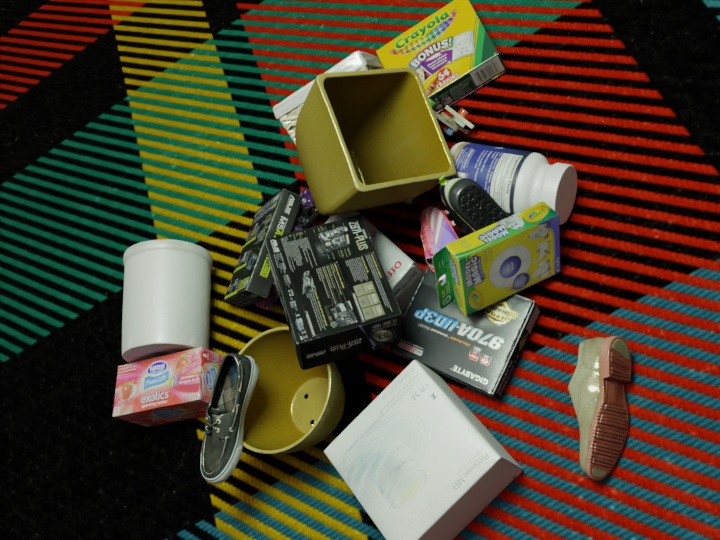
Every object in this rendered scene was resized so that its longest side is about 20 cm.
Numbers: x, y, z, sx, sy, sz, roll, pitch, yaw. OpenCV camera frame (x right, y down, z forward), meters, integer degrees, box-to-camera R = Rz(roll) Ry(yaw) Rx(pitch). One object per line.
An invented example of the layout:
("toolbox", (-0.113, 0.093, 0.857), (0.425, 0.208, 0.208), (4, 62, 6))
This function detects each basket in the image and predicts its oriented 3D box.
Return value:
("basket", (-0.037, -0.297, 1.394), (0.199, 0.136, 0.124), (-29, 90, 19))

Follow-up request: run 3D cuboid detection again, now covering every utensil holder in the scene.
("utensil holder", (-0.367, 0.068, 1.419), (0.169, 0.170, 0.201), (-14, 65, 23))

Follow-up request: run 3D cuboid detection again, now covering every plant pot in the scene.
("plant pot", (0.000, -0.188, 1.231), (0.200, 0.193, 0.197), (-38, 70, 56))
("plant pot", (-0.103, 0.210, 1.229), (0.199, 0.142, 0.201), (-11, 63, 24))

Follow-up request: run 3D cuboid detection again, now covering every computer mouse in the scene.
("computer mouse", (-0.038, -0.124, 1.354), (0.058, 0.034, 0.200), (8, 37, 46))

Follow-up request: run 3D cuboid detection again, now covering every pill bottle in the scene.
("pill bottle", (0.238, -0.138, 1.213), (0.199, 0.116, 0.116), (16, 77, 32))

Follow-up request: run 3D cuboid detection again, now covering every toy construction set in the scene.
("toy construction set", (0.104, -0.226, 1.333), (0.200, 0.092, 0.131), (-48, 65, 2))

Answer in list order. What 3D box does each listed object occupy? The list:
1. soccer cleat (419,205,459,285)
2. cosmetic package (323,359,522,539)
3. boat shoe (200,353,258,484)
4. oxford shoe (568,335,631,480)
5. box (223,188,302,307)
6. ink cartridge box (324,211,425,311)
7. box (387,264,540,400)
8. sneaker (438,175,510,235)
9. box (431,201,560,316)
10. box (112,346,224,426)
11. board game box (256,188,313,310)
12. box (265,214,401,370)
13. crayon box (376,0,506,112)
("soccer cleat", (0.128, -0.042, 1.230), (0.076, 0.067, 0.200), (-20, 39, -7))
("cosmetic package", (0.091, 0.281, 1.108), (0.199, 0.123, 0.200), (-46, 57, 4))
("boat shoe", (-0.213, 0.224, 1.161), (0.068, 0.057, 0.201), (3, 70, 29))
("oxford shoe", (0.332, 0.193, 1.061), (0.074, 0.071, 0.201), (-7, 64, 53))
("box", (-0.181, -0.035, 1.369), (0.200, 0.047, 0.194), (-21, 51, 67))
("ink cartridge box", (0.000, 0.000, 1.300), (0.146, 0.083, 0.200), (-48, 55, 2))
("box", (0.163, 0.093, 1.194), (0.199, 0.046, 0.160), (22, 79, 33))
("sneaker", (0.194, -0.077, 1.186), (0.072, 0.200, 0.083), (-42, 25, -7))
("box", (0.205, -0.012, 1.128), (0.199, 0.118, 0.048), (-23, 40, -10))
("box", (-0.347, 0.216, 1.386), (0.199, 0.095, 0.103), (-14, 62, 23))
("board game box", (-0.134, -0.039, 1.355), (0.120, 0.032, 0.201), (128, 158, -50))
("box", (-0.044, 0.031, 1.167), (0.163, 0.086, 0.201), (-16, 57, -9))
("crayon box", (0.147, -0.394, 1.407), (0.199, 0.058, 0.173), (-29, 58, 15))
